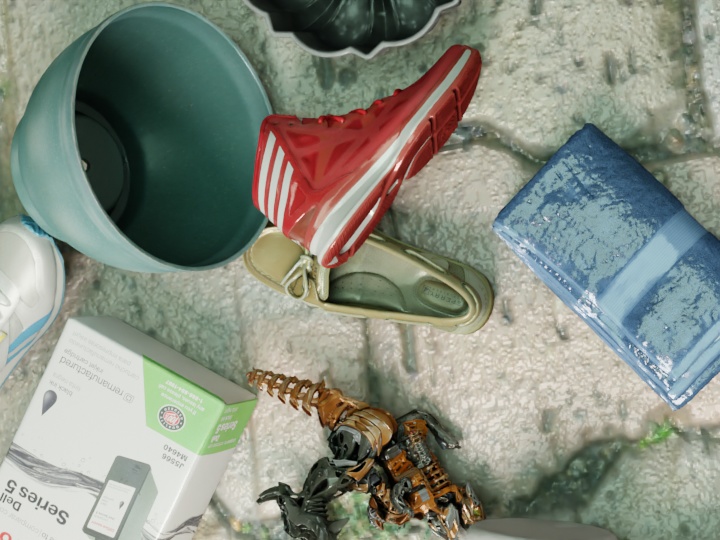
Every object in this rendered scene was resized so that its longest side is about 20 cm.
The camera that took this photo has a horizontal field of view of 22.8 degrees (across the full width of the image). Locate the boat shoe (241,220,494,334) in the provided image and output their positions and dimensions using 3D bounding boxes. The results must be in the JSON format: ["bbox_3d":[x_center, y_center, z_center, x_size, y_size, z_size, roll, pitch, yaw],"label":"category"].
[{"bbox_3d":[0.000,0.003,1.343,0.200,0.063,0.073,19,94,14],"label":"boat shoe"}]

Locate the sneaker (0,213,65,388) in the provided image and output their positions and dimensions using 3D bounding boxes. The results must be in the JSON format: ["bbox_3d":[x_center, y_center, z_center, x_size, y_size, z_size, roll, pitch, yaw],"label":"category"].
[{"bbox_3d":[-0.298,0.044,1.391,0.076,0.081,0.200,39,116,13],"label":"sneaker"}]

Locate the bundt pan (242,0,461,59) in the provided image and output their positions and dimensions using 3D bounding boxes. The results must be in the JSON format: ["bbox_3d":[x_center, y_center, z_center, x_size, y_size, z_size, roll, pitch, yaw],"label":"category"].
[{"bbox_3d":[0.003,-0.255,1.337,0.201,0.076,0.203,0,90,16],"label":"bundt pan"}]

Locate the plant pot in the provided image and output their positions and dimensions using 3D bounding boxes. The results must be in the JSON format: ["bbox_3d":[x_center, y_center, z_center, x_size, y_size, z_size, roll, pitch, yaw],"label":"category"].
[{"bbox_3d":[-0.178,-0.089,1.341,0.134,0.200,0.201,-11,86,42],"label":"plant pot"}]

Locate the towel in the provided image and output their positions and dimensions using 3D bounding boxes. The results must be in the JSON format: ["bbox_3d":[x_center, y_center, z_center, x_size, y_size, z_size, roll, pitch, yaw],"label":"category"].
[{"bbox_3d":[0.198,-0.006,1.297,0.200,0.049,0.112,46,100,11],"label":"towel"}]

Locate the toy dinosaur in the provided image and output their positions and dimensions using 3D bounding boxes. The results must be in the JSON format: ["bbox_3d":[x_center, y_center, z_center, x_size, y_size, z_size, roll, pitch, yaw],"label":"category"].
[{"bbox_3d":[-0.004,0.149,1.342,0.200,0.102,0.136,34,75,27],"label":"toy dinosaur"}]

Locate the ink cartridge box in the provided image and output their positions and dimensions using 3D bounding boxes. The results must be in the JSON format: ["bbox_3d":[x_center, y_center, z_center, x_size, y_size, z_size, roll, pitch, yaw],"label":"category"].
[{"bbox_3d":[-0.193,0.155,1.383,0.145,0.084,0.200,27,97,14],"label":"ink cartridge box"}]

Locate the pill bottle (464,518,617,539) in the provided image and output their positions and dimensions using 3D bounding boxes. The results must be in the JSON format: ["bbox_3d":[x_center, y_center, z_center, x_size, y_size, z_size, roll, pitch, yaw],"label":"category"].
[{"bbox_3d":[0.125,0.285,1.282,0.112,0.113,0.201,3,90,15],"label":"pill bottle"}]

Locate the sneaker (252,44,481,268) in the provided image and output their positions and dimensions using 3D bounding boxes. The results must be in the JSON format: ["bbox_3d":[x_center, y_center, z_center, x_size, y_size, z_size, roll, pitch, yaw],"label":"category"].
[{"bbox_3d":[-0.006,-0.110,1.321,0.115,0.078,0.200,35,75,14],"label":"sneaker"}]
